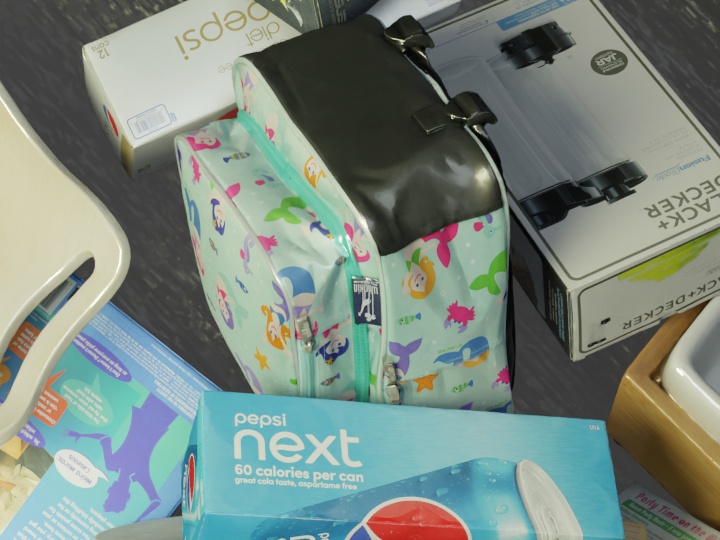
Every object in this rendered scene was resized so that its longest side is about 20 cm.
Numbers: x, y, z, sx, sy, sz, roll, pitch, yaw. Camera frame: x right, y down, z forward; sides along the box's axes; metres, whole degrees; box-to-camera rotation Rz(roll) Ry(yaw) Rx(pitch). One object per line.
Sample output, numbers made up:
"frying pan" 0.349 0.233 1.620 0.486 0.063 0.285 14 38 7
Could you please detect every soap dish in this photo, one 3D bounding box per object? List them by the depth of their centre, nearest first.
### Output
"soap dish" 0.235 0.091 1.040 0.200 0.081 0.157 44 47 2

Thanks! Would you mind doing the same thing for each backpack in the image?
"backpack" 0.000 0.000 0.985 0.150 0.201 0.178 -26 44 -11

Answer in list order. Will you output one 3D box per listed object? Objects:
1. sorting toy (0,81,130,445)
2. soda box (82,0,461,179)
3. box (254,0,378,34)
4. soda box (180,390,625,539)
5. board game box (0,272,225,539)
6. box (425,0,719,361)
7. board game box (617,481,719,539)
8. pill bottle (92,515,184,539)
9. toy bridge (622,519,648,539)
"sorting toy" -0.211 -0.002 0.974 0.179 0.107 0.201 29 77 23
"soda box" -0.049 -0.123 1.069 0.199 0.068 0.064 -25 81 -12
"box" -0.039 -0.229 1.055 0.200 0.051 0.158 36 69 24
"soda box" 0.018 0.108 0.923 0.198 0.064 0.068 5 51 -13
"board game box" -0.177 0.108 1.022 0.152 0.045 0.200 39 76 -1
"box" 0.113 -0.060 1.037 0.116 0.060 0.201 -22 52 -10
"board game box" 0.112 0.207 0.988 0.200 0.147 0.064 -36 113 -12
"pill bottle" -0.077 0.226 0.966 0.109 0.110 0.202 -5 91 -9
"toy bridge" 0.049 0.145 0.998 0.199 0.027 0.068 8 57 25
